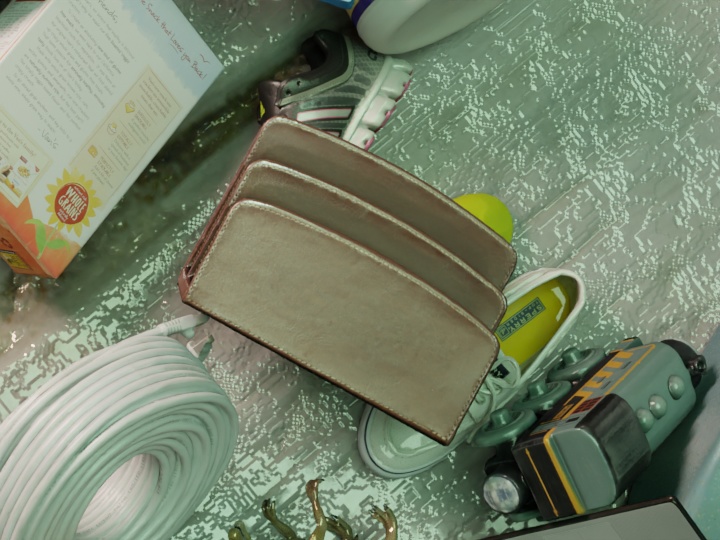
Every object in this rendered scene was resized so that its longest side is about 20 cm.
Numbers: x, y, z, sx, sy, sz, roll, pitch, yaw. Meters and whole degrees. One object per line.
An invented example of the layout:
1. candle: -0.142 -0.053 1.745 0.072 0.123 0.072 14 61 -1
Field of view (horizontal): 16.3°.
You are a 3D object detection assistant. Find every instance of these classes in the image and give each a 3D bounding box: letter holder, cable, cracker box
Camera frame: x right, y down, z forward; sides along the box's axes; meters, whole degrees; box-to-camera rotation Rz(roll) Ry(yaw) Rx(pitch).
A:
1. letter holder: 0.000 0.000 1.657 0.199 0.101 0.143 29 93 -8
2. cable: -0.168 0.134 1.623 0.069 0.201 0.199 40 35 25
3. cracker box: -0.198 -0.113 1.687 0.200 0.058 0.134 -53 124 -23

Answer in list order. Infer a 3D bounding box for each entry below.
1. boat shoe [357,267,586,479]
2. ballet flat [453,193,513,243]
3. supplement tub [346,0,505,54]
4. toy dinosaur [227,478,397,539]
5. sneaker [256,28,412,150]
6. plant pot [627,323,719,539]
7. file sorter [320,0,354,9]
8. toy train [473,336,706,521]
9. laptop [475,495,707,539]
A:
1. boat shoe: 0.085 0.069 1.755 0.202 0.086 0.075 -38 92 -17
2. ballet flat: 0.033 0.006 1.761 0.199 0.067 0.067 -32 88 -18
3. supplement tub: 0.023 -0.269 1.756 0.145 0.145 0.201 -25 80 -17
4. toy dinosaur: -0.012 0.209 1.706 0.199 0.058 0.102 30 52 -19
5. sneaker: -0.047 -0.088 1.754 0.087 0.074 0.201 35 69 -7
6. plant pot: 0.295 0.163 1.747 0.196 0.196 0.200 41 79 -5
7. file sorter: -0.078 -0.282 1.618 0.199 0.123 0.140 18 72 6
8. toy train: 0.162 0.106 1.726 0.200 0.114 0.086 -35 105 -49
9. laptop: 0.169 0.274 1.673 0.200 0.187 0.116 53 42 -21
